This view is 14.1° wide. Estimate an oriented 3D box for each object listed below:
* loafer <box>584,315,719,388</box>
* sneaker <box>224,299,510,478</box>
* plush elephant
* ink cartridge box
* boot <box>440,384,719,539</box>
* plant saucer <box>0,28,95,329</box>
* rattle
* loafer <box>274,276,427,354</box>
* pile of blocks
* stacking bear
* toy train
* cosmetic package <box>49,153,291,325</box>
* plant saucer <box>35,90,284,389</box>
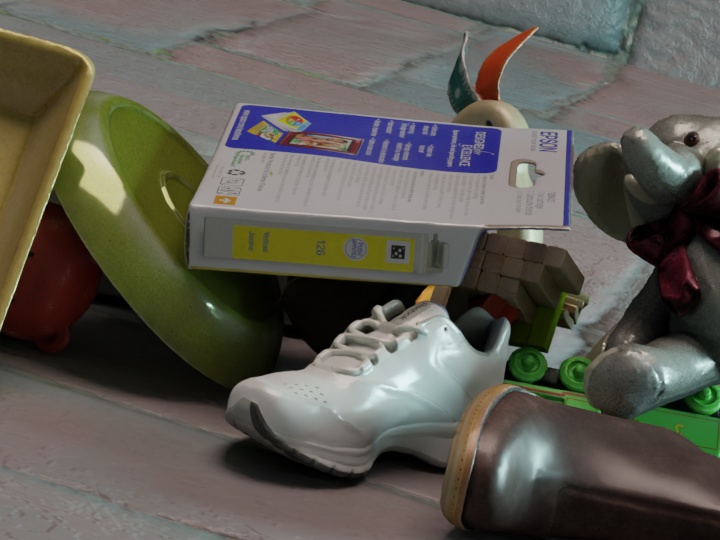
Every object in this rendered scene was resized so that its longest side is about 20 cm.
[{"bbox_3d":[0.201,0.080,1.681,0.200,0.068,0.076,25,15,40],"label":"loafer"},{"bbox_3d":[0.004,0.056,1.505,0.074,0.087,0.200,25,16,34],"label":"sneaker"},{"bbox_3d":[0.190,-0.025,1.595,0.155,0.165,0.200,62,20,10],"label":"plush elephant"},{"bbox_3d":[0.016,-0.041,1.602,0.200,0.047,0.198,7,18,3],"label":"ink cartridge box"},{"bbox_3d":[0.141,0.108,1.445,0.166,0.073,0.200,14,6,22],"label":"boot"},{"bbox_3d":[-0.258,-0.043,1.501,0.200,0.200,0.048,16,-25,4],"label":"plant saucer"},{"bbox_3d":[0.040,-0.061,1.813,0.143,0.200,0.130,6,14,-37],"label":"rattle"},{"bbox_3d":[0.000,0.000,1.660,0.071,0.073,0.200,40,13,-1],"label":"loafer"},{"bbox_3d":[0.080,0.035,1.680,0.082,0.062,0.200,19,-14,-2],"label":"pile of blocks"},{"bbox_3d":[-0.229,-0.030,1.582,0.200,0.122,0.114,29,4,21],"label":"stacking bear"},{"bbox_3d":[0.107,0.076,1.615,0.200,0.056,0.042,10,-33,0],"label":"toy train"},{"bbox_3d":[-0.114,-0.027,1.754,0.200,0.090,0.107,7,11,-22],"label":"cosmetic package"},{"bbox_3d":[-0.101,-0.024,1.598,0.200,0.031,0.200,49,16,-19],"label":"plant saucer"}]
